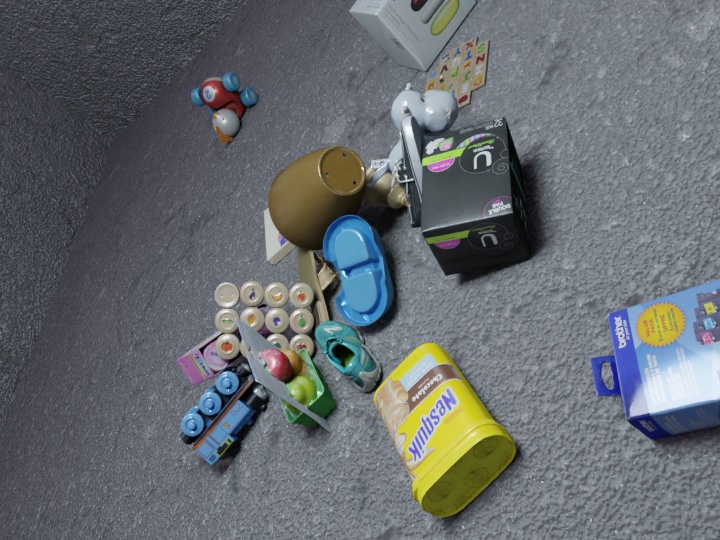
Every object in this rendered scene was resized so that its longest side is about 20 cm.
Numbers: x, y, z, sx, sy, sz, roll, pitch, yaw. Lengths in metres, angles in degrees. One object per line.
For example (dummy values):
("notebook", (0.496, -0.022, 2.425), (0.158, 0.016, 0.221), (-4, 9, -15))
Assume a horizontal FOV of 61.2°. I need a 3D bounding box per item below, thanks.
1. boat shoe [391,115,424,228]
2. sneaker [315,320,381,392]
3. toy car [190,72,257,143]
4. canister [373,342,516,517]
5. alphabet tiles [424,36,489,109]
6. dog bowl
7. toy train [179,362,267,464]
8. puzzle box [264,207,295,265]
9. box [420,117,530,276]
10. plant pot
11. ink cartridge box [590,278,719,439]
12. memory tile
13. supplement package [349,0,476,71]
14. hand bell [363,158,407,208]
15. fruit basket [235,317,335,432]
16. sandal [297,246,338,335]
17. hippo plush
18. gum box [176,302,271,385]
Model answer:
("boat shoe", (0.089, -0.166, 1.062), (0.067, 0.201, 0.074), (-6, 35, 20))
("sneaker", (-0.032, 0.138, 1.097), (0.078, 0.079, 0.200), (-55, 35, 0))
("toy car", (-0.473, -0.538, 2.092), (0.182, 0.176, 0.203), (-13, 64, 29))
("canister", (0.109, 0.217, 0.866), (0.149, 0.086, 0.201), (-47, 35, 11))
("alphabet tiles", (0.204, -0.417, 1.324), (0.165, 0.006, 0.203), (-17, 50, 41))
("dog bowl", (0.000, 0.000, 1.122), (0.110, 0.049, 0.203), (-19, 79, 29))
("toy train", (-0.274, 0.286, 1.233), (0.201, 0.114, 0.087), (-49, 5, -3))
("puzzle box", (-0.188, -0.122, 1.533), (0.133, 0.025, 0.202), (-38, 39, 23))
("box", (0.184, -0.118, 0.983), (0.146, 0.125, 0.203), (-11, 53, 23))
("plant pot", (-0.068, -0.156, 1.167), (0.200, 0.184, 0.189), (-33, 34, 66))
("ink cartridge box", (0.361, 0.100, 0.674), (0.199, 0.076, 0.138), (-27, 44, 36))
("memory tile", (-0.189, 0.099, 1.202), (0.017, 0.196, 0.156), (121, 150, -88))
("supplement package", (0.122, -0.615, 1.419), (0.201, 0.190, 0.147), (-53, 36, 3))
("hand bell", (0.096, -0.129, 1.177), (0.105, 0.104, 0.200), (-52, 48, 4))
("fruit basket", (-0.141, 0.189, 1.082), (0.094, 0.199, 0.186), (-47, 37, 8))
("sandal", (-0.078, 0.030, 1.258), (0.078, 0.069, 0.215), (-44, 52, 53))
("hippo plush", (0.109, -0.266, 1.129), (0.196, 0.163, 0.160), (0, 39, 9))
("gum box", (-0.275, 0.152, 1.292), (0.113, 0.067, 0.199), (-27, 8, 47))
